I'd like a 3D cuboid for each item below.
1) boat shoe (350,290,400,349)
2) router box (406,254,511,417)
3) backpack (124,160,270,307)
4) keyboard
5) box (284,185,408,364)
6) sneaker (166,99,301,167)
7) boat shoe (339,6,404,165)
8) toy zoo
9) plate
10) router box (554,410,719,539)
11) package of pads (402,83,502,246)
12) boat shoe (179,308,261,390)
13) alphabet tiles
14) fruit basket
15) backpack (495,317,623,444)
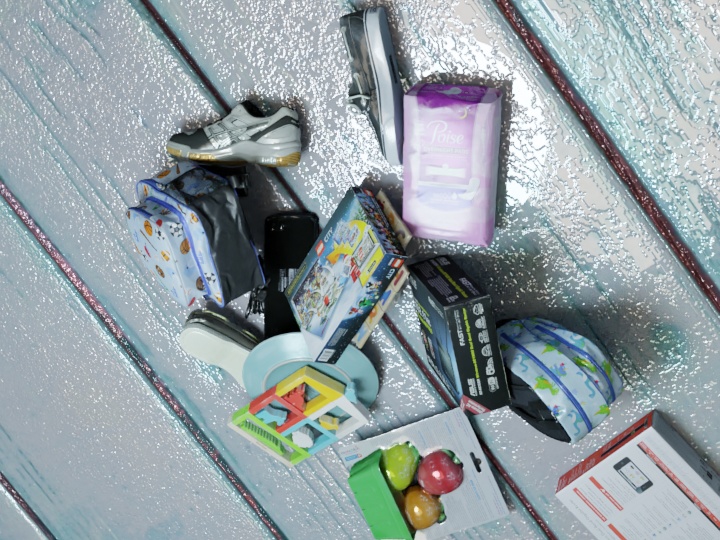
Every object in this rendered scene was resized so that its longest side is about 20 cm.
[{"bbox_3d":[0.017,0.034,1.482,0.068,0.072,0.200,26,113,-15],"label":"boat shoe"},{"bbox_3d":[0.124,0.079,1.385,0.062,0.200,0.151,-15,107,-7],"label":"router box"},{"bbox_3d":[-0.229,-0.053,1.457,0.190,0.154,0.201,38,143,51],"label":"backpack"},{"bbox_3d":[-0.114,0.007,1.541,0.104,0.040,0.201,1,112,-6],"label":"keyboard"},{"bbox_3d":[-0.023,0.007,1.430,0.038,0.137,0.200,11,127,-34],"label":"box"},{"bbox_3d":[-0.170,-0.188,1.464,0.199,0.076,0.088,3,91,19],"label":"sneaker"},{"bbox_3d":[0.013,-0.230,1.368,0.068,0.074,0.200,-7,108,17],"label":"boat shoe"},{"bbox_3d":[-0.080,0.208,1.551,0.131,0.021,0.200,38,125,-25],"label":"toy zoo"},{"bbox_3d":[-0.073,0.167,1.544,0.199,0.026,0.201,2,132,3],"label":"plate"},{"bbox_3d":[0.400,0.318,1.468,0.200,0.049,0.179,46,118,-3],"label":"router box"},{"bbox_3d":[0.116,-0.134,1.371,0.120,0.076,0.201,6,113,14],"label":"package of pads"},{"bbox_3d":[-0.171,0.124,1.579,0.201,0.060,0.072,33,122,-18],"label":"boat shoe"},{"bbox_3d":[0.000,0.000,1.438,0.006,0.167,0.200,11,124,-34],"label":"alphabet tiles"},{"bbox_3d":[0.092,0.305,1.564,0.199,0.094,0.186,-23,103,10],"label":"fruit basket"},{"bbox_3d":[0.243,0.141,1.368,0.153,0.200,0.164,-31,98,9],"label":"backpack"}]
